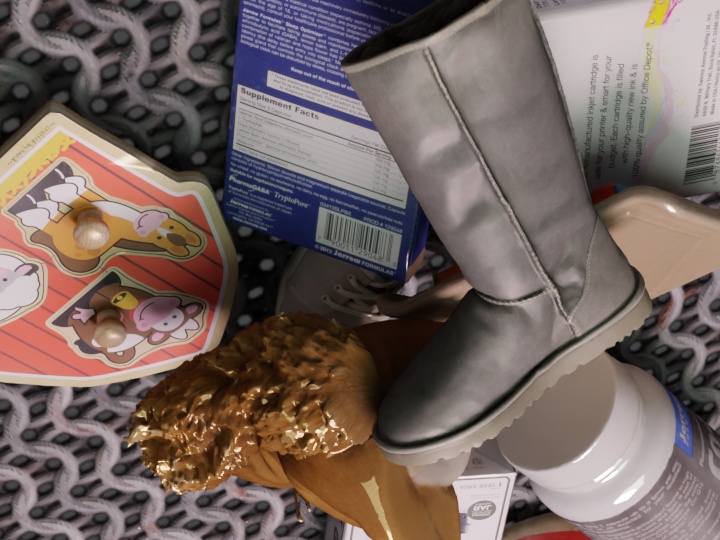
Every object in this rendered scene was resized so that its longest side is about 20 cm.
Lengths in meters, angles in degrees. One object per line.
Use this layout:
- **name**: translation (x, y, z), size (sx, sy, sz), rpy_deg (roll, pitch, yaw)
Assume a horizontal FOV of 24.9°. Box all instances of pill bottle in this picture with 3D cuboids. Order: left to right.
- **pill bottle**: translation (0.182, 0.132, 1.112), size (0.114, 0.114, 0.200), rpy_deg (-40, 133, 13)

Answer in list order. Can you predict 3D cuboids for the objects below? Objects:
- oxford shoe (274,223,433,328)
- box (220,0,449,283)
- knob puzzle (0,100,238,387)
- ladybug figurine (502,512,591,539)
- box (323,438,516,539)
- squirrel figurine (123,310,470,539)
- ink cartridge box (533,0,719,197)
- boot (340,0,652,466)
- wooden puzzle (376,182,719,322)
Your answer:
- **oxford shoe**: translation (0.000, 0.000, 0.990), size (0.075, 0.058, 0.200), rpy_deg (7, 126, -27)
- **box**: translation (-0.011, -0.098, 0.882), size (0.121, 0.032, 0.200), rpy_deg (20, 129, 15)
- **knob puzzle**: translation (-0.157, 0.012, 0.944), size (0.219, 0.031, 0.220), rpy_deg (-8, 136, -8)
- **ladybug figurine**: translation (0.170, 0.246, 1.232), size (0.200, 0.072, 0.136), rpy_deg (16, 120, -29)
- **box**: translation (0.033, 0.197, 1.148), size (0.116, 0.060, 0.200), rpy_deg (-2, 127, -12)
- **squirrel figurine**: translation (-0.040, 0.082, 0.948), size (0.200, 0.186, 0.142), rpy_deg (27, 73, -41)
- **ink cartridge box**: translation (0.148, -0.114, 0.933), size (0.199, 0.084, 0.145), rpy_deg (-11, 131, -11)
- **boot**: translation (0.045, -0.023, 0.818), size (0.182, 0.073, 0.200), rpy_deg (-37, 122, -10)
- **wooden puzzle**: translation (0.135, -0.005, 0.973), size (0.200, 0.037, 0.185), rpy_deg (-22, 160, 33)
